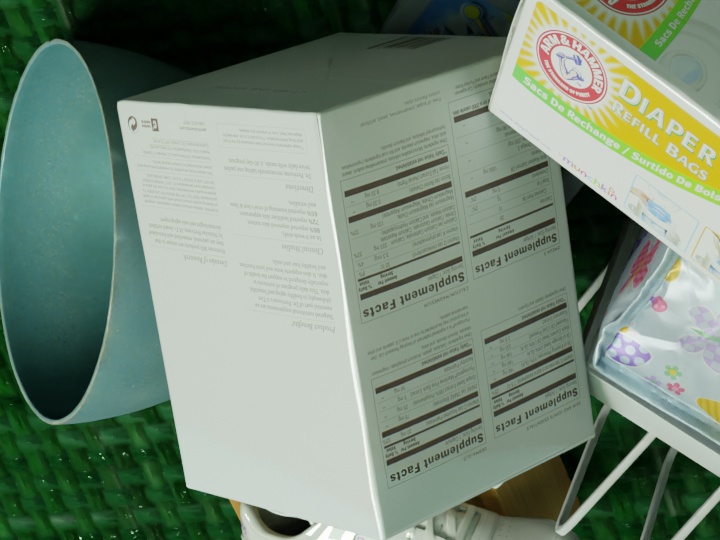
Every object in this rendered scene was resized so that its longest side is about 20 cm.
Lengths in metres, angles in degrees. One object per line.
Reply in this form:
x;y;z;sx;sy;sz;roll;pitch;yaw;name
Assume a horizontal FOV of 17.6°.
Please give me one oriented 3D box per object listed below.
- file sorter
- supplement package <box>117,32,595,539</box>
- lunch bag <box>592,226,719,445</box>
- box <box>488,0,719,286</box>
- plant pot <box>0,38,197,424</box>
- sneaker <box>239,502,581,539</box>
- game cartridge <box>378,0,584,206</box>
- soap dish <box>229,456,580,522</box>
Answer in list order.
0.185;0.095;1.235;0.199;0.139;0.125;32;131;-4;file sorter
0.000;0.000;1.122;0.151;0.150;0.202;8;112;48;supplement package
0.237;0.016;1.141;0.199;0.170;0.127;34;130;-2;lunch bag
0.170;-0.073;1.024;0.200;0.112;0.102;39;153;13;box
-0.103;-0.020;1.245;0.134;0.201;0.201;0;133;-26;plant pot
0.022;0.151;1.264;0.199;0.075;0.100;-5;122;23;sneaker
0.074;-0.100;1.186;0.133;0.041;0.200;33;136;-1;game cartridge
0.007;0.102;1.335;0.199;0.081;0.158;-11;118;26;soap dish
